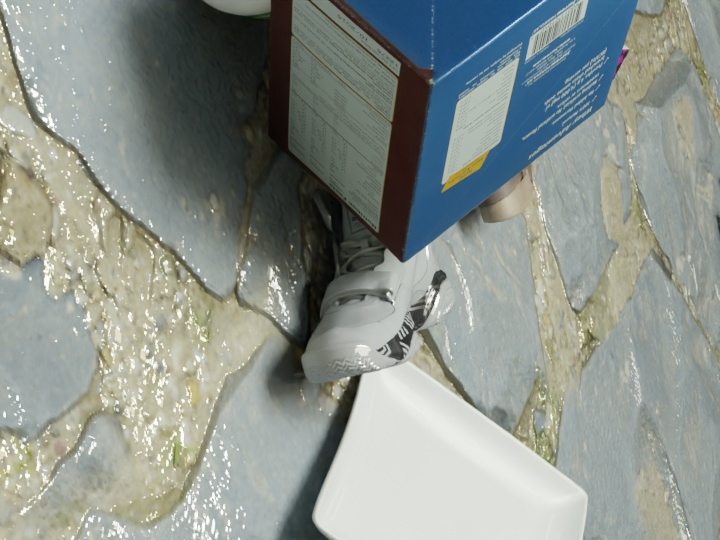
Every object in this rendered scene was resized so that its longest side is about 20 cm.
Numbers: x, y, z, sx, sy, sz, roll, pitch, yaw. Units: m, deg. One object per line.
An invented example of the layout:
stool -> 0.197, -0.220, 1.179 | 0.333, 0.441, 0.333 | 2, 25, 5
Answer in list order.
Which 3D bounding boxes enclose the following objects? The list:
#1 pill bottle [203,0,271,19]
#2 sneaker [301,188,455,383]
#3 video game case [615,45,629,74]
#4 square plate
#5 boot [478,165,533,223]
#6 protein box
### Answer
pill bottle -> -0.027, -0.217, 1.144 | 0.200, 0.113, 0.113 | -6, 84, -62
sneaker -> 0.000, 0.000, 1.153 | 0.200, 0.075, 0.115 | -37, 111, -65
video game case -> 0.095, -0.202, 1.324 | 0.200, 0.181, 0.036 | -11, 132, -62
square plate -> 0.062, 0.163, 1.157 | 0.198, 0.028, 0.200 | 37, 33, -11
boot -> 0.092, -0.109, 1.367 | 0.200, 0.070, 0.146 | -26, 103, -62
protein box -> 0.059, -0.149, 1.080 | 0.199, 0.135, 0.200 | -38, 160, -22
